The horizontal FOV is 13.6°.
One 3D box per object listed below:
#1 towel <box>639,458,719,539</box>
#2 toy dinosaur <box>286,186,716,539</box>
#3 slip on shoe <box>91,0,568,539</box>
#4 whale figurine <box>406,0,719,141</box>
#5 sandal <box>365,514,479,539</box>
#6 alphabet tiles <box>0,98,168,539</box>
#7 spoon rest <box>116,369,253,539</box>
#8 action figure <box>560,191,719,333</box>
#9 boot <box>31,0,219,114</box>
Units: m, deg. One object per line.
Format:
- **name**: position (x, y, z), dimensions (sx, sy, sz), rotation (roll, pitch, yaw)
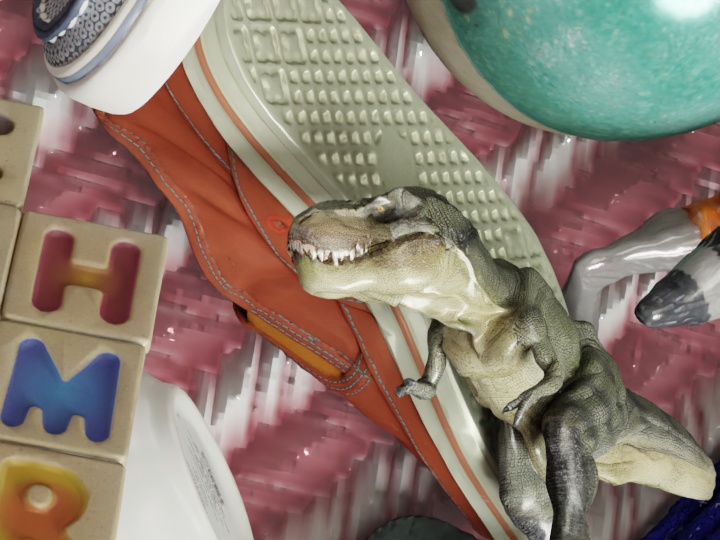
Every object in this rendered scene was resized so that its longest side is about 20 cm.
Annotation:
- **towel**: position (0.154, 0.142, 0.863), dimensions (0.148, 0.049, 0.200), rotation (-42, 105, -29)
- **toy dinosaur**: position (0.050, 0.049, 0.756), dimensions (0.200, 0.047, 0.089), rotation (39, 46, -49)
- **slip on shoe**: position (0.000, 0.000, 0.786), dimensions (0.200, 0.061, 0.074), rotation (51, 42, -30)
- **whale figurine**: position (0.074, -0.134, 0.804), dimensions (0.158, 0.104, 0.201), rotation (-15, 105, -32)
- **sandal**: position (-0.002, 0.121, 0.726), dimensions (0.075, 0.048, 0.201), rotation (33, 40, -4)
- **alphabet tiles**: position (-0.129, 0.026, 0.622), dimensions (0.165, 0.006, 0.201), rotation (10, 46, -4)
- **spoon rest**: position (-0.078, 0.019, 0.726), dimensions (0.060, 0.099, 0.201), rotation (-21, 86, 7)
- **action figure**: position (0.169, -0.021, 0.798), dimensions (0.194, 0.200, 0.105), rotation (-47, 132, -8)
- **boot**: position (-0.057, -0.144, 0.701), dimensions (0.090, 0.073, 0.201), rotation (21, 86, -27)
